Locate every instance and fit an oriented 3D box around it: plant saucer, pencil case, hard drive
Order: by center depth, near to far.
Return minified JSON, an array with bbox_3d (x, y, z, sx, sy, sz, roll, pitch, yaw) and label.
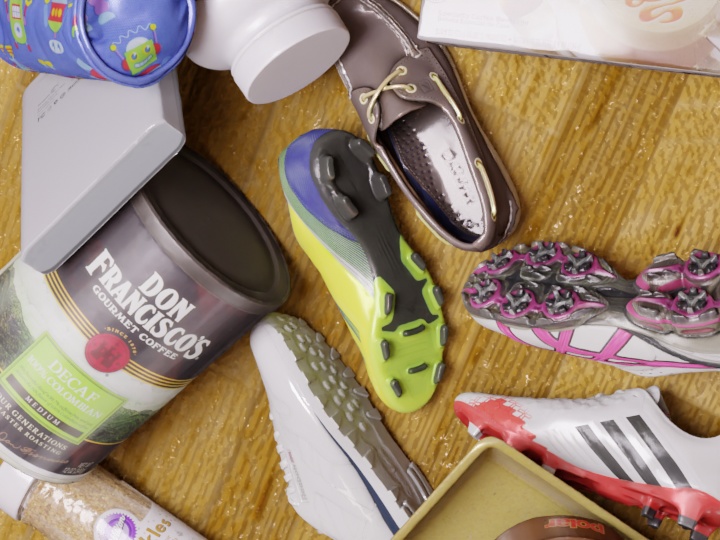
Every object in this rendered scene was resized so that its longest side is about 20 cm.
[{"bbox_3d":[-0.174,-0.161,1.049,0.200,0.078,0.087,15,118,59],"label":"pencil case"},{"bbox_3d":[-0.172,-0.101,1.096,0.132,0.200,0.026,-42,123,19],"label":"hard drive"},{"bbox_3d":[0.094,0.215,1.105,0.200,0.048,0.200,35,109,-17],"label":"plant saucer"}]

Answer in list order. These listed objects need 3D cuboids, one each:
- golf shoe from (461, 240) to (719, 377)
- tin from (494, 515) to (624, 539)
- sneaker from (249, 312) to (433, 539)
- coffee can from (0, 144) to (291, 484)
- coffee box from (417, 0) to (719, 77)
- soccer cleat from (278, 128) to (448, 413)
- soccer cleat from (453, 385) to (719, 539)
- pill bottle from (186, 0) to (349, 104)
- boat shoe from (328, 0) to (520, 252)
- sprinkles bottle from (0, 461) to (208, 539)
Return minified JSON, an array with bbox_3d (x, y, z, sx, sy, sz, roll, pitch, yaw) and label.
[{"bbox_3d":[0.157,0.035,1.071,0.199,0.073,0.092,6,139,32],"label":"golf shoe"},{"bbox_3d":[0.120,0.246,1.074,0.111,0.042,0.201,7,115,-2],"label":"tin"},{"bbox_3d":[-0.026,0.123,1.143,0.080,0.076,0.200,-32,88,25],"label":"sneaker"},{"bbox_3d":[-0.166,0.027,1.130,0.200,0.146,0.146,-41,86,19],"label":"coffee can"},{"bbox_3d":[0.144,-0.185,1.033,0.199,0.080,0.115,9,97,14],"label":"coffee box"},{"bbox_3d":[0.001,-0.001,1.129,0.084,0.065,0.201,-1,112,57],"label":"soccer cleat"},{"bbox_3d":[0.157,0.107,1.092,0.199,0.069,0.085,19,71,27],"label":"soccer cleat"},{"bbox_3d":[-0.091,-0.208,1.071,0.112,0.112,0.200,-37,76,19],"label":"pill bottle"},{"bbox_3d":[0.034,-0.100,1.093,0.072,0.060,0.200,-31,89,19],"label":"boat shoe"},{"bbox_3d":[-0.167,0.191,1.198,0.200,0.068,0.068,33,107,9],"label":"sprinkles bottle"}]
